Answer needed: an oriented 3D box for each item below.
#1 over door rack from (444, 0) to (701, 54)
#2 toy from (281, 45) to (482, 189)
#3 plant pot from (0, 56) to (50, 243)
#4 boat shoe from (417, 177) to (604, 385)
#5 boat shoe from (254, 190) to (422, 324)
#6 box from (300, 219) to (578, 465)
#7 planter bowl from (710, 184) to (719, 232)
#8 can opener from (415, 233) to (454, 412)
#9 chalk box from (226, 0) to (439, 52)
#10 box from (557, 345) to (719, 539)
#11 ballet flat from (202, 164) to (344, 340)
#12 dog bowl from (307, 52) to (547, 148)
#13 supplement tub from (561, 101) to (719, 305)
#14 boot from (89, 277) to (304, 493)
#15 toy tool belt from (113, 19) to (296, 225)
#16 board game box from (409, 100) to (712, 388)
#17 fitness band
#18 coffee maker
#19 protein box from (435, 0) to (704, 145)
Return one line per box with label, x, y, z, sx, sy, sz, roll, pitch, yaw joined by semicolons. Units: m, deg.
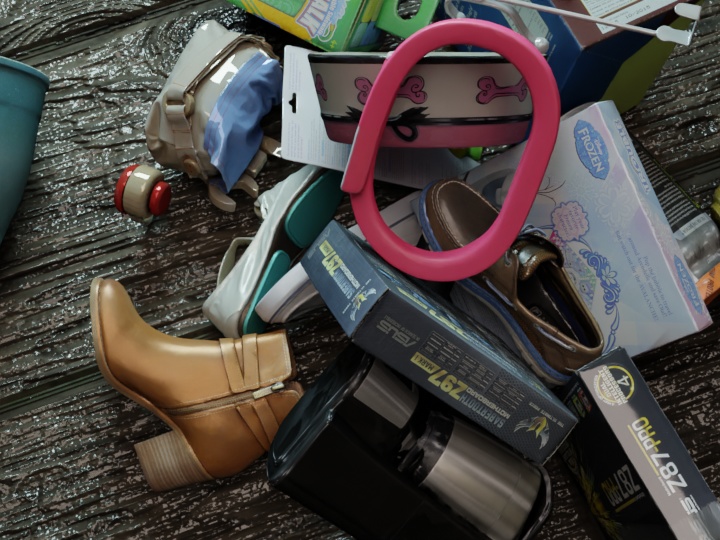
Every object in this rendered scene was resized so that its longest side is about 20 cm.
over door rack;0.180;-0.243;0.970;0.199;0.067;0.148;10;67;21
toy;0.017;-0.126;1.141;0.199;0.047;0.116;9;64;-19
plant pot;-0.381;-0.087;1.084;0.199;0.200;0.189;4;87;1
boat shoe;0.127;-0.004;0.996;0.072;0.072;0.200;-38;84;-28
boat shoe;0.000;0.000;1.100;0.200;0.074;0.065;-33;81;-22
box;0.057;0.054;0.958;0.200;0.158;0.051;34;97;-25
planter bowl;0.358;-0.032;1.072;0.083;0.200;0.201;-24;73;8
can opener;0.049;0.042;1.076;0.078;0.063;0.201;6;101;-37
chalk box;-0.023;-0.278;1.151;0.199;0.124;0.125;27;109;11
box;0.214;0.161;0.992;0.049;0.200;0.162;-28;75;-9
ballet flat;-0.082;-0.030;1.130;0.069;0.069;0.201;27;74;8
dog bowl;0.055;-0.145;1.035;0.199;0.200;0.074;1;101;0
supplement tub;0.232;-0.040;1.100;0.122;0.123;0.200;-37;75;-12
boot;-0.136;0.077;1.067;0.154;0.074;0.201;-22;94;4
toy tool belt;-0.126;-0.121;1.124;0.122;0.125;0.201;20;69;12
board game box;0.164;-0.009;1.050;0.198;0.043;0.201;-26;85;35
fitness band;0.068;-0.089;0.930;0.143;0.037;0.201;20;110;1
coffee maker;0.024;0.182;0.991;0.200;0.135;0.193;36;76;-9
protein box;0.175;-0.251;1.124;0.134;0.199;0.201;-25;73;-15
